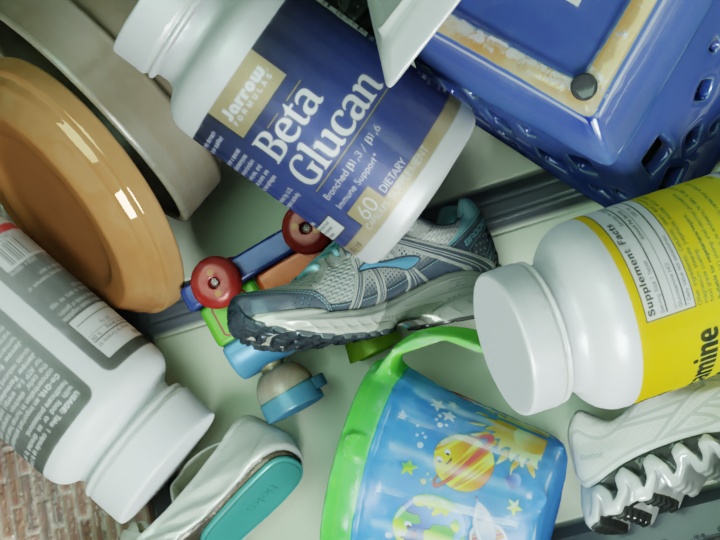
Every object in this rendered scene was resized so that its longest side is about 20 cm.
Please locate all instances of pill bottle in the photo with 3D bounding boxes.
[{"bbox_3d":[-0.041,-0.104,1.096,0.199,0.111,0.112,35,94,-5],"label":"pill bottle"},{"bbox_3d":[-0.203,0.069,1.250,0.200,0.114,0.114,40,96,5],"label":"pill bottle"},{"bbox_3d":[0.172,0.014,1.091,0.198,0.113,0.113,-18,72,-14],"label":"pill bottle"}]

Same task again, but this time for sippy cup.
[{"bbox_3d":[0.056,0.135,1.155,0.129,0.179,0.140,13,51,12],"label":"sippy cup"}]

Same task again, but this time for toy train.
[{"bbox_3d":[-0.008,0.007,1.233,0.199,0.085,0.117,-30,87,6],"label":"toy train"}]

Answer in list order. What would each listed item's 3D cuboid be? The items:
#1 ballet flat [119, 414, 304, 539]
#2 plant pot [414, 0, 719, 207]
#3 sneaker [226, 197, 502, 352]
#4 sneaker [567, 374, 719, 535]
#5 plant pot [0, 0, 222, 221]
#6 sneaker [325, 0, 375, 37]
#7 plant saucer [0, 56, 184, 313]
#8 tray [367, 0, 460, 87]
[{"bbox_3d":[-0.119,0.176,1.254,0.200,0.069,0.069,-46,68,4],"label":"ballet flat"},{"bbox_3d":[0.140,-0.165,1.142,0.199,0.180,0.201,32,94,23],"label":"plant pot"},{"bbox_3d":[0.000,0.000,1.173,0.077,0.198,0.087,-16,84,56],"label":"sneaker"},{"bbox_3d":[0.214,0.086,1.130,0.199,0.075,0.082,-26,63,15],"label":"sneaker"},{"bbox_3d":[-0.131,-0.165,1.259,0.200,0.200,0.174,39,80,23],"label":"plant pot"},{"bbox_3d":[-0.004,-0.157,1.212,0.199,0.091,0.076,-27,52,-19],"label":"sneaker"},{"bbox_3d":[-0.196,-0.049,1.250,0.037,0.201,0.200,-39,65,-24],"label":"plant saucer"},{"bbox_3d":[0.032,-0.189,1.079,0.108,0.022,0.201,-50,22,21],"label":"tray"}]
